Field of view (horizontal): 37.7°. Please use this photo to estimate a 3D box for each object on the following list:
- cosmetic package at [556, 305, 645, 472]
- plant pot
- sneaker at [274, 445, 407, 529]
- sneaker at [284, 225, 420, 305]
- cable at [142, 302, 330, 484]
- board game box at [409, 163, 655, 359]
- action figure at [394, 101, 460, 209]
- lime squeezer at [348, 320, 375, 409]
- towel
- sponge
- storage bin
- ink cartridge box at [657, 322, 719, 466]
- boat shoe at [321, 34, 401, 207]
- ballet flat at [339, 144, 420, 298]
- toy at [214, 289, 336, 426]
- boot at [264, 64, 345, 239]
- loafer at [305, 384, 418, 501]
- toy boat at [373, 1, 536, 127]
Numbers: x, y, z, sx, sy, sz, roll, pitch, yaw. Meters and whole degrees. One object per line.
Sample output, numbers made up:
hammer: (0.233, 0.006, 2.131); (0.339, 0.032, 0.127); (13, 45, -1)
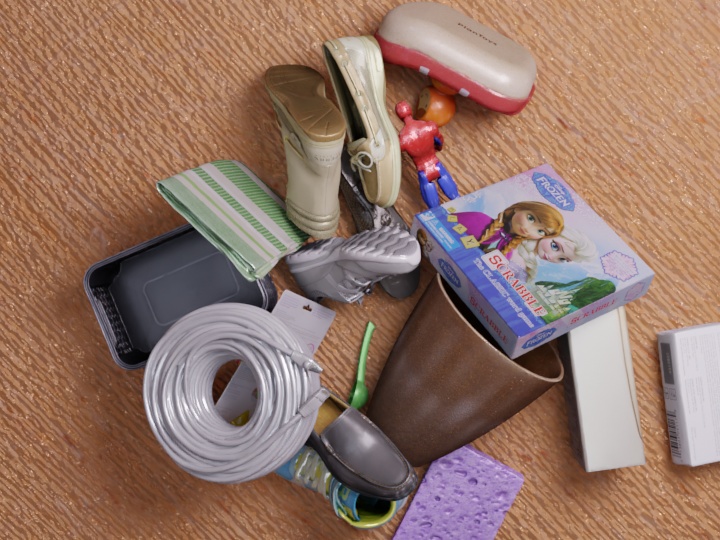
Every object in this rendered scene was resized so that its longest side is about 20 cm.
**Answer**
cosmetic package: (0.280, 0.127, 1.251); (0.073, 0.104, 0.201); (-9, 91, 2)
plant pot: (0.101, 0.130, 1.235); (0.187, 0.187, 0.200); (41, 109, 2)
sneaker: (-0.038, 0.241, 1.256); (0.199, 0.131, 0.080); (18, 92, 4)
sneaker: (0.000, 0.000, 1.249); (0.075, 0.200, 0.082); (-33, 109, -39)
cable: (-0.143, 0.135, 1.183); (0.200, 0.069, 0.200); (41, 101, 16)
board game box: (0.193, -0.018, 1.196); (0.199, 0.041, 0.200); (-23, 56, -25)
action figure: (0.083, -0.119, 1.283); (0.065, 0.099, 0.201); (-25, 112, 0)
lime squeezer: (-0.036, 0.156, 1.290); (0.200, 0.038, 0.071); (-43, 107, -9)
towel: (-0.138, -0.066, 1.225); (0.153, 0.200, 0.023); (44, 113, 2)
sponge: (0.108, 0.316, 1.300); (0.111, 0.030, 0.201); (27, 93, 2)
storage bin: (-0.215, 0.024, 1.280); (0.199, 0.094, 0.136); (-23, 90, 4)
ink cartridge box: (0.466, 0.141, 1.281); (0.199, 0.057, 0.163); (-8, 90, -18)
boat shoe: (0.000, -0.170, 1.227); (0.063, 0.073, 0.202); (-11, 98, -25)
ballet flat: (0.017, -0.060, 1.295); (0.067, 0.046, 0.201); (-26, 95, -19)
toy: (-0.121, 0.116, 1.282); (0.047, 0.115, 0.201); (29, 91, 34)
boot: (-0.068, -0.147, 1.265); (0.072, 0.200, 0.156); (-11, 129, -17)
loafer: (-0.020, 0.188, 1.196); (0.200, 0.072, 0.073); (29, 60, 31)
toy boat: (0.103, -0.230, 1.259); (0.199, 0.131, 0.131); (29, 121, 2)
